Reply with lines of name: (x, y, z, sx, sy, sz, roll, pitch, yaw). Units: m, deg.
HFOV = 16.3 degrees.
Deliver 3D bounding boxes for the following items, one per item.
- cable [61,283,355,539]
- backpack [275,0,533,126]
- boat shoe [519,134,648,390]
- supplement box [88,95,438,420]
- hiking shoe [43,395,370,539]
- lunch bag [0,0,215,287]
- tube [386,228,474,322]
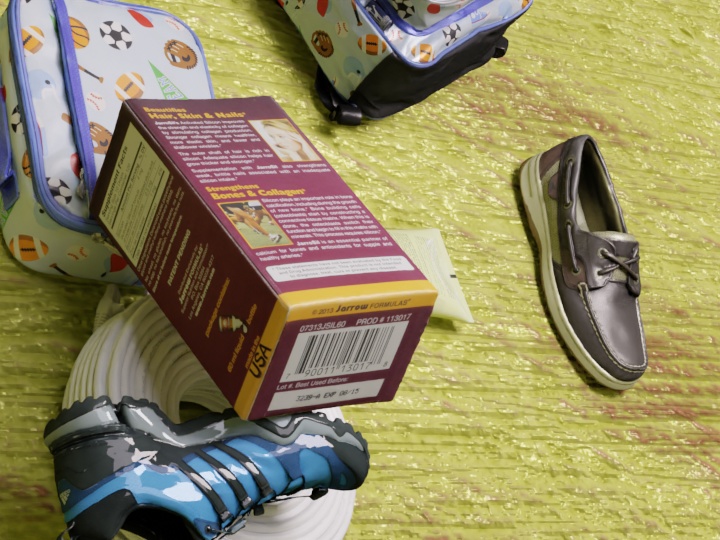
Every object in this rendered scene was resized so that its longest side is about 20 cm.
cable: (-0.089, 0.106, 1.527, 0.200, 0.069, 0.200, 37, 41, -16)
backpack: (0.017, -0.228, 1.837, 0.191, 0.154, 0.200, 47, 41, 12)
boat shoe: (0.175, -0.011, 1.872, 0.072, 0.066, 0.202, 8, 55, -40)
supplement box: (-0.060, -0.012, 1.466, 0.110, 0.086, 0.200, -5, 41, -37)
hiking shoe: (-0.085, 0.124, 1.422, 0.199, 0.074, 0.087, 4, 68, -26)
lunch bag: (-0.166, -0.083, 1.600, 0.160, 0.076, 0.201, 11, 52, -36)
tube: (0.000, 0.000, 1.718, 0.200, 0.052, 0.058, 3, 100, -46)
